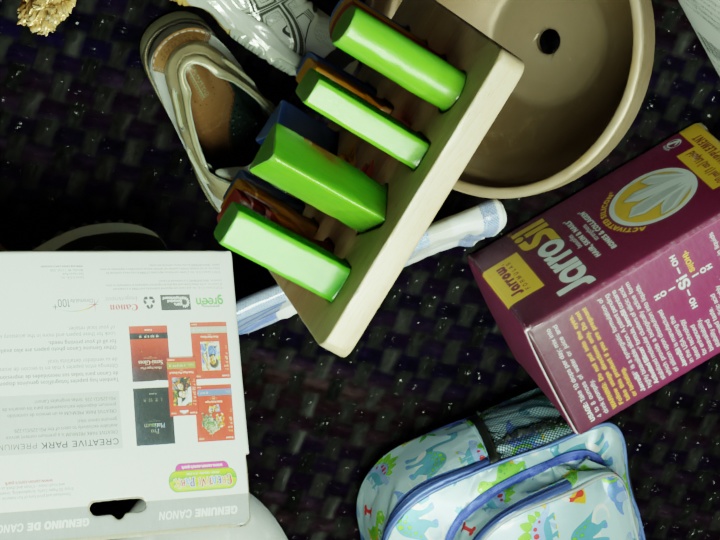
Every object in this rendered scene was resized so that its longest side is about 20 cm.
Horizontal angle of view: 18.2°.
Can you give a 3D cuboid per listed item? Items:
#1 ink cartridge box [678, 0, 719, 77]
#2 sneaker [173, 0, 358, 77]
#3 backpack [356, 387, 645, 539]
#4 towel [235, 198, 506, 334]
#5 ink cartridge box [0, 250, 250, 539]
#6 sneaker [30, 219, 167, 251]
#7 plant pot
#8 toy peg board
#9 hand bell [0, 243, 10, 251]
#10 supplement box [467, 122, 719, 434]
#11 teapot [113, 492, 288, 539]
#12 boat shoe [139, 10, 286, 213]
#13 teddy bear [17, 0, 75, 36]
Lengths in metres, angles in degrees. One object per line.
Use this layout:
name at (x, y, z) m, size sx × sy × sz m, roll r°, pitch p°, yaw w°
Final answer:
ink cartridge box at (0.269, -0.187, 1.498) m, size 0.084 × 0.146 × 0.200 m, roll -35°, pitch 122°, yaw -1°
sneaker at (-0.067, -0.192, 1.421) m, size 0.199 × 0.076 × 0.088 m, roll 30°, pitch 101°, yaw -31°
backpack at (0.105, 0.195, 1.633) m, size 0.199 × 0.147 × 0.184 m, roll -17°, pitch 118°, yaw -7°
towel at (0.000, 0.000, 1.508) m, size 0.199 × 0.147 × 0.024 m, roll -21°, pitch 88°, yaw -7°
ink cartridge box at (-0.174, 0.080, 1.378) m, size 0.199 × 0.084 × 0.177 m, roll 0°, pitch 80°, yaw -36°
sneaker at (-0.209, 0.034, 1.456) m, size 0.199 × 0.090 × 0.070 m, roll -15°, pitch 145°, yaw -24°
plant pot at (0.107, -0.150, 1.468) m, size 0.093 × 0.200 × 0.202 m, roll -10°, pitch 129°, yaw -63°
toy peg board at (-0.019, -0.084, 1.353) m, size 0.097 × 0.199 × 0.201 m, roll 29°, pitch 99°, yaw -22°
hand bell at (-0.302, -0.036, 1.426) m, size 0.199 × 0.104 × 0.104 m, roll 23°, pitch 107°, yaw -40°
supplement box at (0.196, 0.003, 1.578) m, size 0.199 × 0.131 × 0.104 m, roll -31°, pitch 120°, yaw -3°
teapot at (-0.099, 0.242, 1.546) m, size 0.201 × 0.145 × 0.198 m, roll -59°, pitch 165°, yaw -22°
boat shoe at (-0.078, -0.076, 1.478) m, size 0.075 × 0.068 × 0.200 m, roll -36°, pitch 121°, yaw 1°
teddy bear at (-0.202, -0.214, 1.350) m, size 0.200 × 0.145 × 0.067 m, roll -37°, pitch 166°, yaw 6°
